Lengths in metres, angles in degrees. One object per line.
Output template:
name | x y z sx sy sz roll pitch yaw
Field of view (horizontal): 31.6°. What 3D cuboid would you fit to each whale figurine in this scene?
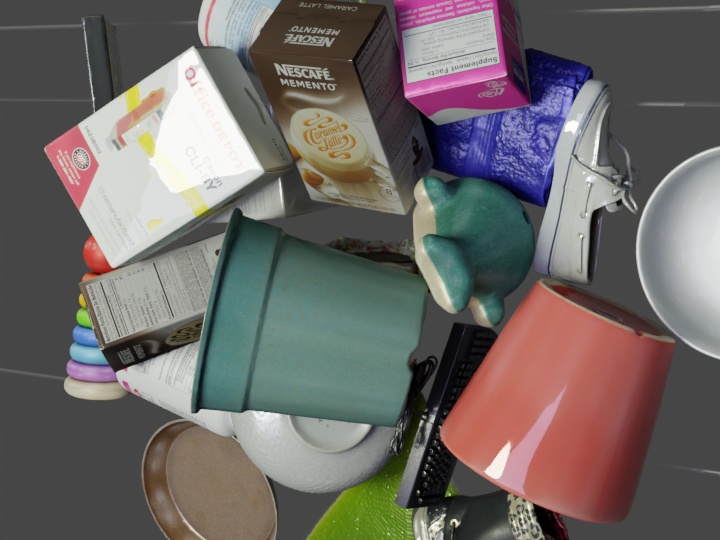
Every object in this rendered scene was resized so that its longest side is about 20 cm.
whale figurine | 0.109 -0.023 1.210 0.104 0.200 0.159 -24 95 17

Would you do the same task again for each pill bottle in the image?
pill bottle | -0.169 0.120 1.447 0.200 0.113 0.113 22 110 24
pill bottle | -0.062 -0.238 1.320 0.200 0.109 0.109 31 113 20

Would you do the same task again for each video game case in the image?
video game case | -0.281 -0.179 1.425 0.025 0.181 0.200 -6 98 -6

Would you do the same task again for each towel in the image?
towel | 0.119 -0.159 1.268 0.200 0.050 0.148 22 109 24

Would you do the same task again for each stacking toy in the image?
stacking toy | -0.314 0.051 1.539 0.085 0.085 0.200 7 98 28

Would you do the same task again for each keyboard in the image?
keyboard | 0.078 0.148 1.289 0.021 0.127 0.200 23 99 41

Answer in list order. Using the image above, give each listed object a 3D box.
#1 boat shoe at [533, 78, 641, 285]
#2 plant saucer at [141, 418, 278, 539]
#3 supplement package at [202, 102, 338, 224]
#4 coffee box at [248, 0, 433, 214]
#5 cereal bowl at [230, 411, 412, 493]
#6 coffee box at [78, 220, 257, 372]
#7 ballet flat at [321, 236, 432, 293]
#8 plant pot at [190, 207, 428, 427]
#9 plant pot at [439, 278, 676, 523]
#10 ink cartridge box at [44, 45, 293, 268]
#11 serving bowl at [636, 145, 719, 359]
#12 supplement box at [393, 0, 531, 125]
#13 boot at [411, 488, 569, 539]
boat shoe | 0.228 -0.077 1.209 0.086 0.075 0.202 21 112 25
plant saucer | -0.173 0.264 1.513 0.200 0.034 0.200 12 112 30
supplement package | -0.141 -0.116 1.381 0.200 0.120 0.121 -2 98 29
coffee box | -0.014 -0.154 1.208 0.114 0.080 0.200 10 144 28
cereal bowl | -0.037 0.138 1.334 0.200 0.083 0.200 0 90 -9
coffee box | -0.190 0.029 1.366 0.200 0.113 0.080 -20 76 -8
ballet flat | 0.000 0.000 1.358 0.200 0.064 0.076 -9 96 31
plant pot | -0.045 0.059 1.212 0.196 0.200 0.200 13 108 -2
plant pot | 0.198 0.115 1.205 0.200 0.200 0.177 27 101 22
ink cartridge box | -0.191 -0.115 1.272 0.200 0.083 0.145 -30 89 20
serving bowl | 0.356 -0.018 1.153 0.200 0.066 0.200 6 102 28
supplement box | 0.091 -0.252 1.198 0.103 0.101 0.200 -9 79 19
boot | 0.148 0.323 1.327 0.154 0.073 0.204 -22 81 32
